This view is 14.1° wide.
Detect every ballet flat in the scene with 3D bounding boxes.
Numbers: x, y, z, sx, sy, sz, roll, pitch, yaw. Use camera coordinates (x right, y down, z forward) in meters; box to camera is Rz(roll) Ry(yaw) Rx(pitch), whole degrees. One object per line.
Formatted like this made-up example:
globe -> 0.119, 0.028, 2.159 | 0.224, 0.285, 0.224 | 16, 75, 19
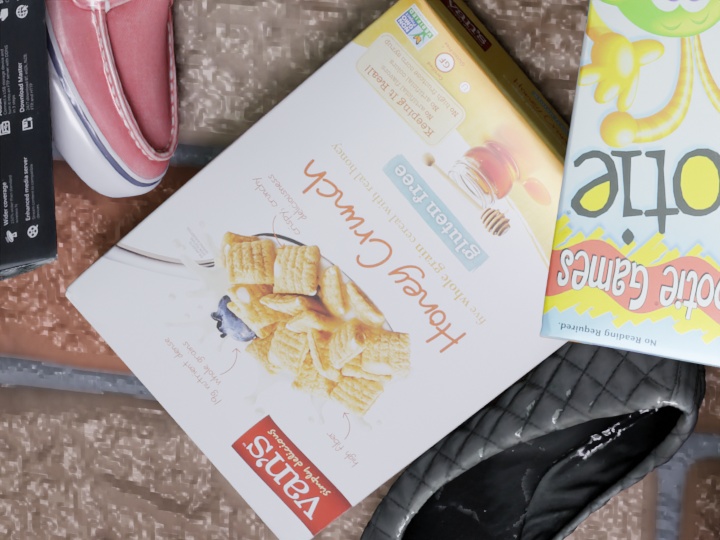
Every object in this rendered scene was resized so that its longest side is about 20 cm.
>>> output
ballet flat -> 0.057, 0.090, 1.136 | 0.066, 0.057, 0.200 | 35, 116, -16

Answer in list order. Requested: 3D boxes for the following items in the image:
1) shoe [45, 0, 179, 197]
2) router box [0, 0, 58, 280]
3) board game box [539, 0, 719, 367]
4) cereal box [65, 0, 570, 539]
shoe -> -0.087, -0.131, 1.109 | 0.091, 0.071, 0.201 | -11, 98, 26
router box -> -0.182, -0.109, 1.109 | 0.150, 0.062, 0.201 | 25, 121, 51
board game box -> 0.135, -0.071, 1.017 | 0.104, 0.103, 0.201 | 10, 97, 13
cereal box -> 0.000, 0.000, 1.139 | 0.200, 0.040, 0.144 | -40, 94, 23
